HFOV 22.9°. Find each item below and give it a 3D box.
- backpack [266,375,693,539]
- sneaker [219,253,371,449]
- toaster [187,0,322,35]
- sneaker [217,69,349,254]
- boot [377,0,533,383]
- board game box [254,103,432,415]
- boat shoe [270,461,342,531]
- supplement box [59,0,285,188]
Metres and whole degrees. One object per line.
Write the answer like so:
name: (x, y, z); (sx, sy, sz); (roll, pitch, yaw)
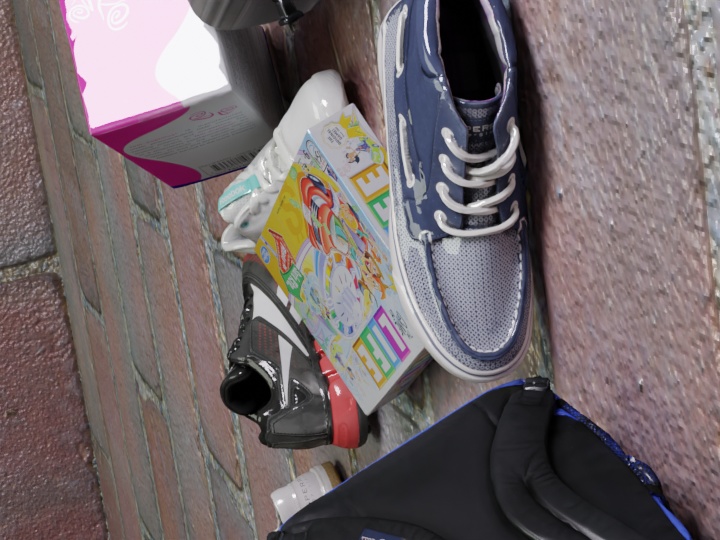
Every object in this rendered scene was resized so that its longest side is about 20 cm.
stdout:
backpack: (0.087, 0.171, 0.767); (0.200, 0.162, 0.169); (42, 163, 50)
sneaker: (-0.063, 0.054, 1.289); (0.071, 0.097, 0.201); (91, 161, -44)
toaster: (-0.065, -0.228, 1.068); (0.129, 0.113, 0.202); (148, 105, -77)
sneaker: (-0.052, -0.058, 1.183); (0.200, 0.088, 0.076); (109, 146, -61)
boot: (0.049, -0.046, 0.868); (0.090, 0.072, 0.202); (149, 109, -79)
board game box: (0.000, 0.000, 1.073); (0.135, 0.034, 0.200); (55, 159, 9)
boat shoe: (-0.050, 0.233, 1.423); (0.071, 0.069, 0.201); (-121, 24, -44)
supplement box: (-0.122, -0.132, 1.222); (0.200, 0.100, 0.104); (36, -142, -79)
